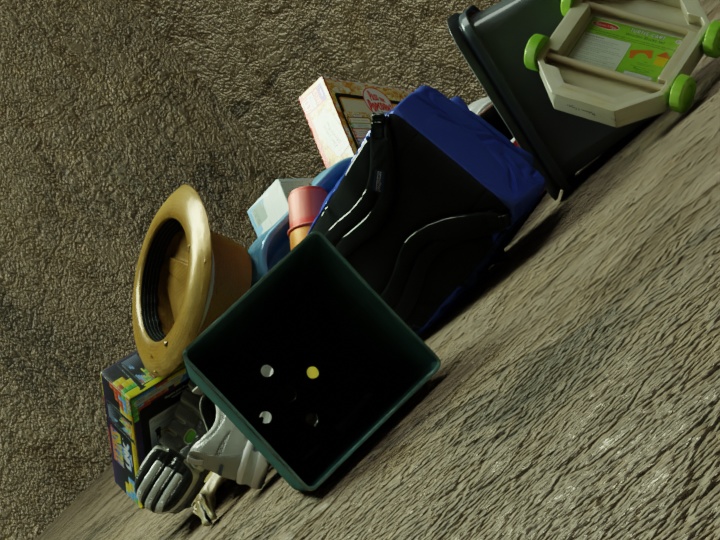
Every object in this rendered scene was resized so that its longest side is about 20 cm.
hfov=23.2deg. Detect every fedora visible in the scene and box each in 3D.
[{"bbox_3d":[-0.158,0.015,1.709,0.200,0.081,0.202,-38,47,55],"label":"fedora"}]

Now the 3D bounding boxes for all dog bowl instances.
[{"bbox_3d":[-0.028,-0.033,1.731,0.200,0.111,0.050,-47,-4,-20],"label":"dog bowl"}]

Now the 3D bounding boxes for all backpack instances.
[{"bbox_3d":[0.060,-0.044,1.599,0.200,0.162,0.168,-55,-13,30],"label":"backpack"}]

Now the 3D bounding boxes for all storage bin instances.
[{"bbox_3d":[0.195,-0.192,1.676,0.134,0.201,0.146,-30,7,15],"label":"storage bin"}]

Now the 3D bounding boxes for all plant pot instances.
[{"bbox_3d":[-0.048,0.087,1.394,0.141,0.141,0.200,-43,-4,-14],"label":"plant pot"}]

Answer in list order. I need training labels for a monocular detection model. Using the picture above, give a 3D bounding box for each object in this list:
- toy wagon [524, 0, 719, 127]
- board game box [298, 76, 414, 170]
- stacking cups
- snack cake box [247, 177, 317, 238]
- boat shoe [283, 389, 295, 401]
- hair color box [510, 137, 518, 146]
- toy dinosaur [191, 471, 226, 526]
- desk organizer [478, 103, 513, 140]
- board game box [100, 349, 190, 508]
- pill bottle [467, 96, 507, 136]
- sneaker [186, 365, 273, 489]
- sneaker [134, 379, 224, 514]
[{"bbox_3d":[0.246,-0.212,1.555,0.200,0.155,0.040,-55,-32,-26],"label":"toy wagon"},{"bbox_3d":[0.031,-0.114,1.936,0.151,0.201,0.046,3,-33,-45],"label":"board game box"},{"bbox_3d":[-0.036,0.018,1.655,0.060,0.201,0.061,-3,-20,-1],"label":"stacking cups"},{"bbox_3d":[-0.014,-0.038,1.930,0.199,0.115,0.067,-4,-29,-43],"label":"snack cake box"},{"bbox_3d":[-0.038,0.093,1.758,0.200,0.070,0.066,-31,7,31],"label":"boat shoe"},{"bbox_3d":[0.122,-0.059,1.795,0.111,0.064,0.200,-40,6,34],"label":"hair color box"},{"bbox_3d":[-0.111,0.167,1.694,0.101,0.058,0.200,-42,3,29],"label":"toy dinosaur"},{"bbox_3d":[0.223,-0.187,1.853,0.200,0.072,0.077,-39,-22,19],"label":"desk organizer"},{"bbox_3d":[-0.168,0.129,1.817,0.200,0.057,0.166,-30,-39,-31],"label":"board game box"},{"bbox_3d":[0.148,-0.139,2.032,0.114,0.114,0.200,-43,4,-12],"label":"pill bottle"},{"bbox_3d":[-0.112,0.105,1.615,0.201,0.082,0.075,-84,9,-46],"label":"sneaker"},{"bbox_3d":[-0.148,0.163,1.774,0.200,0.075,0.116,-52,-19,-7],"label":"sneaker"}]
